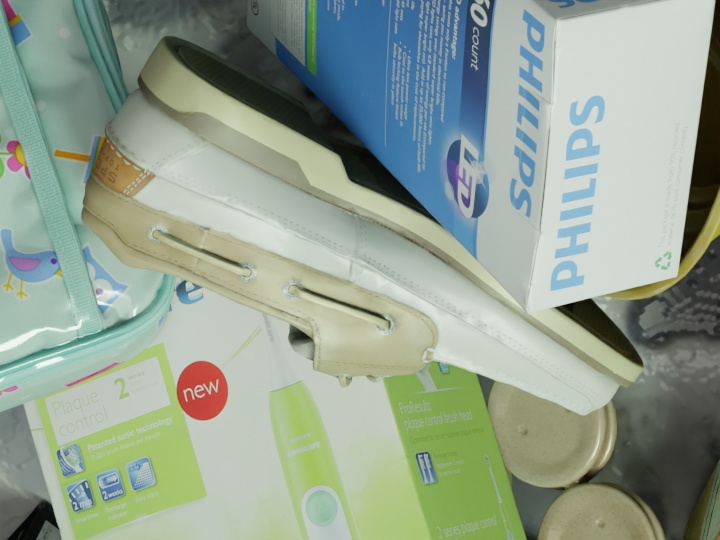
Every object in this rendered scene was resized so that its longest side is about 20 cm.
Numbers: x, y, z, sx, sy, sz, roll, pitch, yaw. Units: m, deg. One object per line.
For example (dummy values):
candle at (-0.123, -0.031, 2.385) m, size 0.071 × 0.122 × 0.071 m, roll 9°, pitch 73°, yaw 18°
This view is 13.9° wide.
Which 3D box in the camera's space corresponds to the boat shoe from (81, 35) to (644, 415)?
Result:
boat shoe at (0.000, 0.000, 0.981) m, size 0.199 × 0.075 × 0.069 m, roll 31°, pitch 102°, yaw -16°

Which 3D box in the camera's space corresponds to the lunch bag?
lunch bag at (-0.152, -0.049, 1.016) m, size 0.159 × 0.077 × 0.201 m, roll -19°, pitch 82°, yaw -5°

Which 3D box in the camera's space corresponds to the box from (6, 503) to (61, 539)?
box at (-0.179, 0.205, 1.167) m, size 0.043 × 0.200 × 0.160 m, roll 38°, pitch 122°, yaw -10°

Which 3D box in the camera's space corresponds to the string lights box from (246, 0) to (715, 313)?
string lights box at (0.031, -0.084, 0.950) m, size 0.059 × 0.200 × 0.103 m, roll -13°, pitch 126°, yaw -25°

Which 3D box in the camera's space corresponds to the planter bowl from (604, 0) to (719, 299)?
planter bowl at (0.102, -0.097, 0.964) m, size 0.083 × 0.200 × 0.202 m, roll -13°, pitch 125°, yaw -24°

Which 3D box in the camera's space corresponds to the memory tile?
memory tile at (0.033, 0.132, 1.103) m, size 0.199 × 0.017 × 0.154 m, roll -28°, pitch 77°, yaw 31°

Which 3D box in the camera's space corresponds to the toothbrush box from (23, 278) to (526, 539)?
toothbrush box at (-0.030, 0.077, 1.071) m, size 0.145 × 0.086 × 0.201 m, roll -19°, pitch 81°, yaw 25°

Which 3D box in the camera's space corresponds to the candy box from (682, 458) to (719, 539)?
candy box at (0.178, 0.102, 1.045) m, size 0.115 × 0.056 × 0.200 m, roll 15°, pitch 159°, yaw 3°
